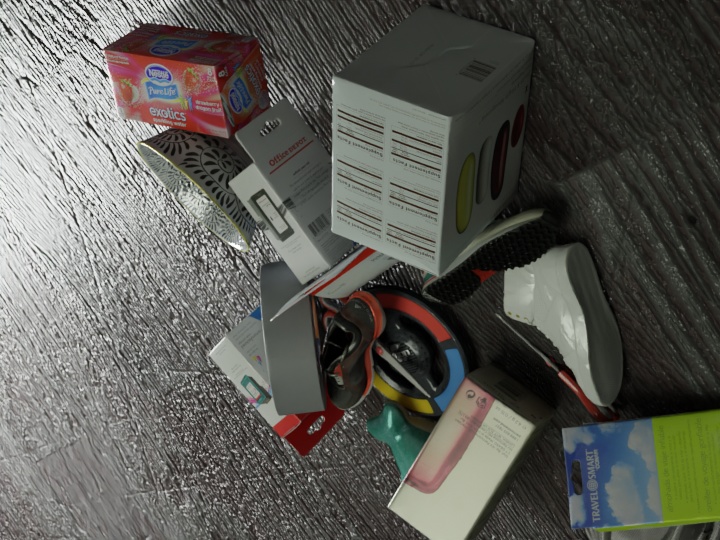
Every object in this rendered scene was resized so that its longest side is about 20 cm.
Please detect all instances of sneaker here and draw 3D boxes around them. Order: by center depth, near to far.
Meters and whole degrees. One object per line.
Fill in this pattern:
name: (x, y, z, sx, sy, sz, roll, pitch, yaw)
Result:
sneaker: (0.143, -0.040, 1.503, 0.070, 0.095, 0.199, 23, 139, -34)
sneaker: (0.235, 0.063, 1.522, 0.115, 0.073, 0.203, -2, 112, 46)
sneaker: (-0.028, 0.112, 1.673, 0.077, 0.081, 0.202, 36, 137, 26)

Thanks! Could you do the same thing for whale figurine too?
whale figurine: (0.092, 0.265, 1.749, 0.199, 0.104, 0.159, 38, 139, -7)

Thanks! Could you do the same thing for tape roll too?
tape roll: (-0.088, 0.087, 1.704, 0.065, 0.201, 0.203, -6, 124, 0)

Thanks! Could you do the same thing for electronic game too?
electronic game: (0.062, 0.108, 1.718, 0.198, 0.042, 0.202, 23, 133, 27)

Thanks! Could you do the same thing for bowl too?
bowl: (-0.190, -0.128, 1.694, 0.200, 0.094, 0.201, 41, 169, 10)

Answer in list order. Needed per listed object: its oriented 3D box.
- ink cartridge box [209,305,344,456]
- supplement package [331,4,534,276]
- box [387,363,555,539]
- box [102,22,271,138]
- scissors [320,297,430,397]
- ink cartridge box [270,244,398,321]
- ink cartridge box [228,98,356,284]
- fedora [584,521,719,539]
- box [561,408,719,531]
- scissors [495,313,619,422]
ink cartridge box: (-0.104, 0.150, 1.835, 0.200, 0.116, 0.067, 48, 140, 0)
supplement package: (0.077, -0.143, 1.401, 0.146, 0.191, 0.202, 23, 134, 24)
box: (0.140, 0.234, 1.619, 0.108, 0.128, 0.202, 34, 103, 15)
box: (-0.223, -0.246, 1.654, 0.198, 0.095, 0.101, 14, 128, 33)
scissors: (0.019, 0.092, 1.695, 0.199, 0.014, 0.074, 33, 133, 31)
ink cartridge box: (0.000, 0.000, 1.569, 0.048, 0.200, 0.160, 52, 139, -3)
ink cartridge box: (-0.083, -0.101, 1.628, 0.068, 0.116, 0.201, -29, 99, 47)
fedora: (0.339, 0.299, 1.537, 0.177, 0.090, 0.201, 41, 115, 20)
box: (0.335, 0.228, 1.468, 0.197, 0.048, 0.124, -9, 72, 18)
scissors: (0.236, 0.115, 1.551, 0.200, 0.073, 0.014, 43, 110, 2)
